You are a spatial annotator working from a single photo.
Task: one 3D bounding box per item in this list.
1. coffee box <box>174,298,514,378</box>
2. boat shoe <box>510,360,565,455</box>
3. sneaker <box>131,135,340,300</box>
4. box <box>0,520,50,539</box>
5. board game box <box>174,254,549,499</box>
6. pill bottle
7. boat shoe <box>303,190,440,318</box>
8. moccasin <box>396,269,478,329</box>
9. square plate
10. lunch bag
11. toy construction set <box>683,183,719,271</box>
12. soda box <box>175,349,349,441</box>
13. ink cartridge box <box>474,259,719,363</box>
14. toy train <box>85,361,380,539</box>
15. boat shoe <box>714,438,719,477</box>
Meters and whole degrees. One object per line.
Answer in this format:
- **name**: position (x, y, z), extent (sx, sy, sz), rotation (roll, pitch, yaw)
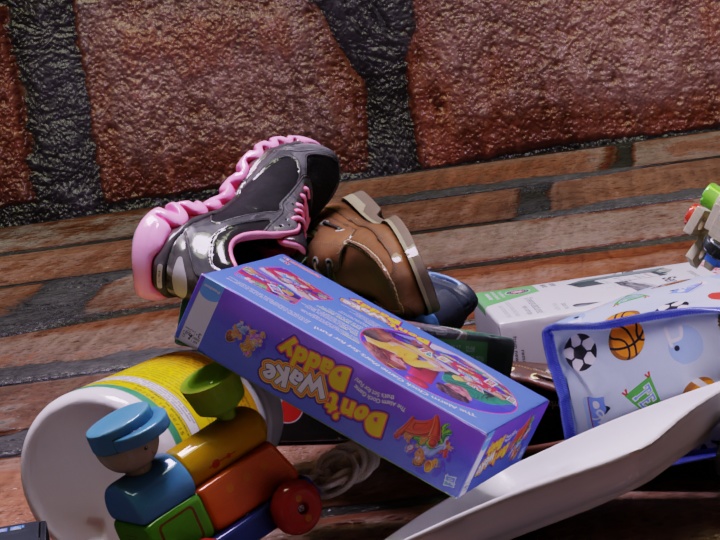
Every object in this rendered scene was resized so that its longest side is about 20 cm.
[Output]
- **coffee box**: position (-0.012, 0.048, 1.750), extent (0.200, 0.044, 0.123), rotation (8, 0, 36)
- **boat shoe**: position (0.088, 0.093, 1.782), extent (0.199, 0.071, 0.070), rotation (-4, 5, 28)
- **sneaker**: position (-0.063, -0.026, 1.755), extent (0.095, 0.079, 0.200), rotation (15, 35, 32)
- **box**: position (-0.279, 0.199, 1.522), extent (0.199, 0.044, 0.160), rotation (-9, 8, -5)
- **board game box**: position (0.003, 0.060, 1.583), extent (0.200, 0.045, 0.134), rotation (29, 14, 15)
- **pill bottle**: position (-0.128, 0.115, 1.707), extent (0.112, 0.113, 0.200), rotation (-5, 6, 23)
- **boat shoe**: position (0.000, 0.000, 1.790), extent (0.068, 0.072, 0.200), rotation (-22, 14, -9)
- **moccasin**: position (0.016, 0.025, 1.897), extent (0.068, 0.081, 0.200), rotation (-29, 28, -25)
- **square plate**: position (0.122, 0.122, 1.535), extent (0.200, 0.029, 0.198), rotation (-25, -1, 30)
- **lunch bag**: position (0.246, 0.062, 1.667), extent (0.199, 0.124, 0.170), rotation (-12, 4, 30)
- **toy construction set**: position (0.306, -0.016, 1.792), extent (0.200, 0.092, 0.131), rotation (19, 23, 29)
- **soda box**: position (-0.070, 0.093, 1.971), extent (0.199, 0.064, 0.071), rotation (-3, 9, 30)
- **ink cartridge box**: position (0.193, 0.051, 1.917), extent (0.199, 0.084, 0.146), rotation (-9, 9, -5)
- **toy train**: position (-0.070, 0.104, 1.582), extent (0.200, 0.116, 0.085), rotation (-32, 20, -29)
- **boat shoe**: position (0.299, 0.111, 1.481), extent (0.199, 0.074, 0.060), rotation (12, 58, 23)
